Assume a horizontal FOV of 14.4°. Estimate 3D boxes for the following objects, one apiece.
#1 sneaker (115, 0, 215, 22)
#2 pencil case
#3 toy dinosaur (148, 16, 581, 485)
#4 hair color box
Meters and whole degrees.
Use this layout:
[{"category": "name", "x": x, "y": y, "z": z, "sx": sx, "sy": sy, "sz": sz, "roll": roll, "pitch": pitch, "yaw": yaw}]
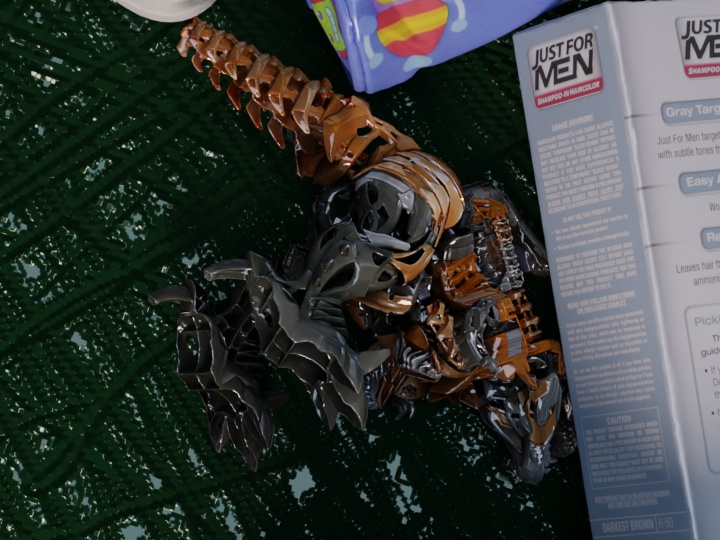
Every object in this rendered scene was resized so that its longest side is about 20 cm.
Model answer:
[{"category": "sneaker", "x": -0.131, "y": -0.163, "z": 1.021, "sx": 0.199, "sy": 0.085, "sz": 0.073, "roll": 28, "pitch": 86, "yaw": -2}, {"category": "pencil case", "x": 0.065, "y": -0.135, "z": 1.040, "sx": 0.199, "sy": 0.087, "sz": 0.078, "roll": -24, "pitch": 114, "yaw": -7}, {"category": "toy dinosaur", "x": 0.000, "y": 0.000, "z": 1.031, "sx": 0.200, "sy": 0.102, "sz": 0.136, "roll": 41, "pitch": 59, "yaw": 11}, {"category": "hair color box", "x": 0.125, "y": 0.003, "z": 1.030, "sx": 0.099, "sy": 0.061, "sz": 0.201, "roll": -7, "pitch": 87, "yaw": -34}]
